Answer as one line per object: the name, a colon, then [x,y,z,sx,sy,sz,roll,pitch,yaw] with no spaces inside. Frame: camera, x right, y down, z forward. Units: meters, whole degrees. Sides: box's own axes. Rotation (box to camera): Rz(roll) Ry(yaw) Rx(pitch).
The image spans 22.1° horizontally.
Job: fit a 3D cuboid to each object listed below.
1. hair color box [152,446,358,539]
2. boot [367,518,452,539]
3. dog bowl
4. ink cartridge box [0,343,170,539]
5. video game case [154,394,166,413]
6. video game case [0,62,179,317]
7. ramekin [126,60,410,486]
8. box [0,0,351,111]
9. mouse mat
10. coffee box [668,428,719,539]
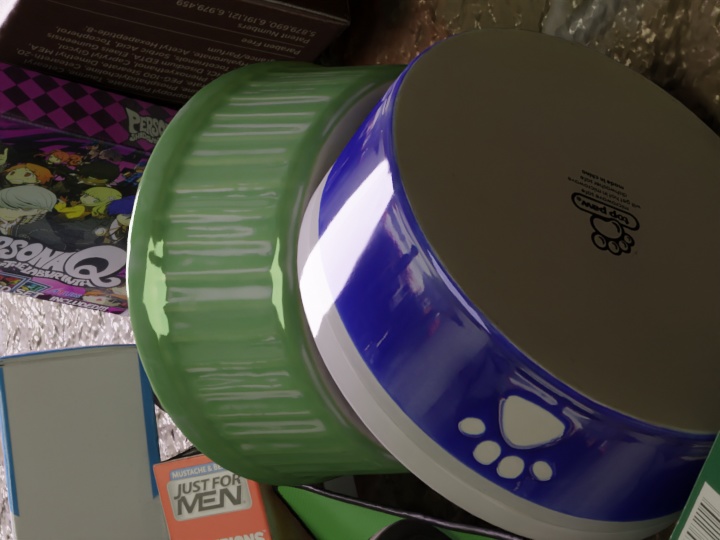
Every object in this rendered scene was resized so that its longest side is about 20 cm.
hair color box: [-0.036,0.181,0.972,0.063,0.111,0.202,-14,93,25]
boot: [0.024,0.216,0.851,0.153,0.073,0.205,-22,101,53]
dog bowl: [0.079,0.003,0.729,0.079,0.199,0.201,-53,56,41]
ink cartridge box: [-0.155,0.116,1.032,0.200,0.085,0.148,170,93,-82]
video game case: [-0.069,0.004,1.063,0.143,0.018,0.202,29,113,47]
video game case: [-0.150,-0.035,0.991,0.181,0.199,0.036,-34,52,45]
ramekin: [0.000,0.000,0.845,0.097,0.199,0.202,-2,96,45]
box: [-0.127,-0.161,0.972,0.200,0.163,0.167,-41,48,48]
mouse mat: [0.055,0.163,0.874,0.199,0.008,0.161,7,140,52]
coffee box: [0.186,0.047,0.660,0.044,0.122,0.201,46,129,39]
